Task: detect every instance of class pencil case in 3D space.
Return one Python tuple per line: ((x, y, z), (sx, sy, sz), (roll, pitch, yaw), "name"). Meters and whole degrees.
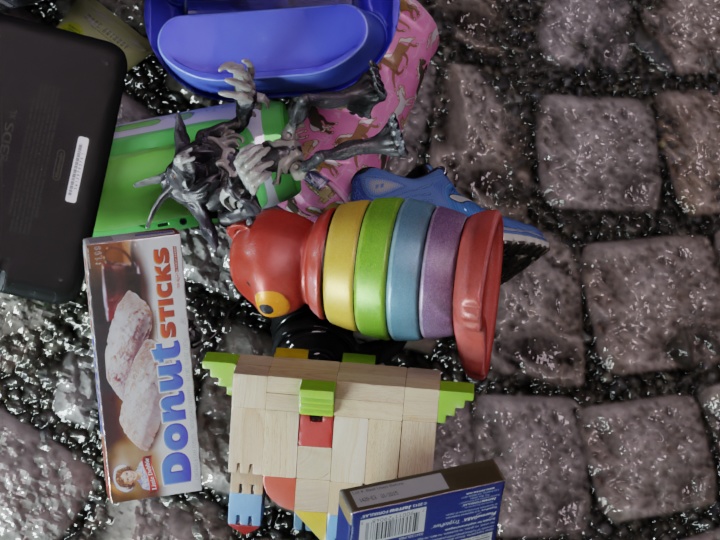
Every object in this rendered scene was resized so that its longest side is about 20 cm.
((-0.006, -0.136, 1.629), (0.082, 0.087, 0.201), (15, 64, 23), "pencil case")

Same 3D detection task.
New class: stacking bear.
((0.000, 0.000, 1.470), (0.199, 0.122, 0.114), (6, 61, 10), "stacking bear")

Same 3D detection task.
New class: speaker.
((-0.150, -0.076, 1.534), (0.199, 0.088, 0.089), (-10, 73, 4), "speaker")

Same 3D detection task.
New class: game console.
((-0.286, -0.087, 1.502), (0.175, 0.116, 0.201), (13, 85, -19), "game console")

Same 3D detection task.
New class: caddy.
((-0.070, -0.204, 1.519), (0.199, 0.105, 0.142), (-3, 87, 4), "caddy")

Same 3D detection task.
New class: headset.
((-0.053, 0.039, 1.560), (0.199, 0.094, 0.124), (-10, 52, -26), "headset")

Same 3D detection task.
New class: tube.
((-0.252, -0.138, 1.579), (0.200, 0.052, 0.058), (-50, 127, -28), "tube")

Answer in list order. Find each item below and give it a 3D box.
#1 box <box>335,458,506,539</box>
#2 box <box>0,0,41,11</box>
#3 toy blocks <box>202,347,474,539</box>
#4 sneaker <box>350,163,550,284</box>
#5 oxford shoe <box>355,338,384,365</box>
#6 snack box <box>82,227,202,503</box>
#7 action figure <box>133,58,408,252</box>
((0.038, 0.232, 1.474), (0.121, 0.201, 0.032), (-9, 37, -19), "box")
((-0.220, -0.288, 1.561), (0.050, 0.199, 0.158), (40, 62, -35), "box")
((-0.021, 0.140, 1.469), (0.199, 0.100, 0.137), (4, 104, 2), "toy blocks")
((0.073, -0.044, 1.598), (0.199, 0.078, 0.090), (15, 50, -41), "sneaker")
((0.014, 0.145, 1.553), (0.075, 0.058, 0.201), (-28, 64, 6), "oxford shoe")
((-0.162, 0.071, 1.488), (0.072, 0.024, 0.201), (-7, 104, -14), "snack box")
((-0.073, -0.093, 1.434), (0.199, 0.102, 0.119), (-19, 62, 0), "action figure")
